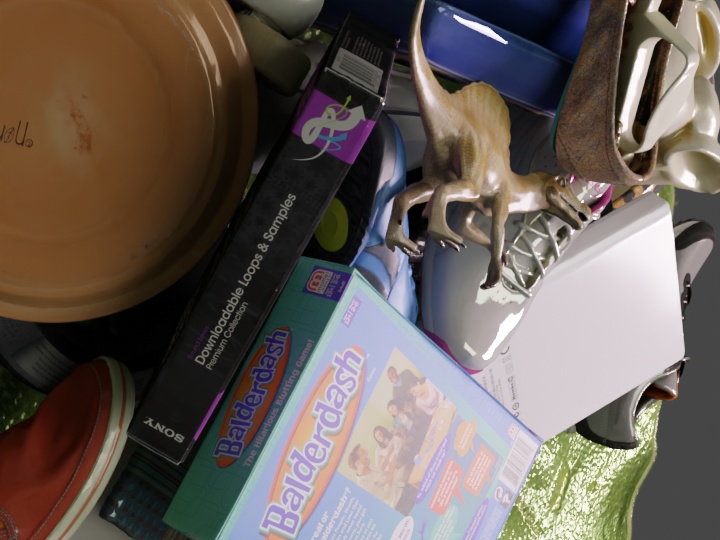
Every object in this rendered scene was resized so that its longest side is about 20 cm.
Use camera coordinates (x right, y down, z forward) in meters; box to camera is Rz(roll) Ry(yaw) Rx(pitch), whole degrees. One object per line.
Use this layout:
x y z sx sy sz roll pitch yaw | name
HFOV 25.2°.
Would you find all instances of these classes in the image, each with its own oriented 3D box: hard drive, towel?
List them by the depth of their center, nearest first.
-0.064 0.080 0.938 0.201 0.022 0.147 -59 144 -15 | towel
0.121 0.049 1.041 0.199 0.027 0.133 -28 128 -19 | hard drive

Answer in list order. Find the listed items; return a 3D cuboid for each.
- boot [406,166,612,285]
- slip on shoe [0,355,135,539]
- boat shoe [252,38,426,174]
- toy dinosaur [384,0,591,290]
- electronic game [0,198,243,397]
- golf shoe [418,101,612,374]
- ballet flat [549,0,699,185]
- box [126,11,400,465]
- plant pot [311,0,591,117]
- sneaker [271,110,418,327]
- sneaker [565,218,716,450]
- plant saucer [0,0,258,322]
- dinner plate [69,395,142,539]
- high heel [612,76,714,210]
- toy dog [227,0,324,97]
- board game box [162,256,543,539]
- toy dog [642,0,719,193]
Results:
0.061 0.016 1.052 0.157 0.079 0.213 3 114 -36 | boot
-0.189 0.118 0.801 0.200 0.074 0.061 -45 126 -1 | slip on shoe
-0.032 -0.096 0.899 0.199 0.072 0.066 0 69 -43 | boat shoe
0.049 -0.057 0.836 0.200 0.058 0.102 42 63 -46 | toy dinosaur
-0.135 -0.029 0.860 0.199 0.041 0.202 -7 99 -50 | electronic game
0.097 -0.032 0.932 0.075 0.091 0.201 37 62 -28 | golf shoe
0.155 -0.137 0.851 0.068 0.067 0.202 -14 123 -39 | ballet flat
-0.045 -0.020 0.782 0.036 0.143 0.201 27 108 -5 | box
0.057 -0.201 0.908 0.199 0.199 0.181 13 99 -48 | plant pot
0.000 0.000 0.895 0.078 0.066 0.202 -11 123 -39 | sneaker
0.222 0.050 1.224 0.201 0.079 0.074 -57 156 -16 | sneaker
-0.146 -0.073 0.759 0.198 0.032 0.203 -1 102 -6 | plant saucer
-0.127 0.153 0.936 0.199 0.024 0.202 -15 112 -43 | dinner plate
0.191 -0.097 1.162 0.142 0.071 0.202 -10 118 -51 | high heel
-0.090 -0.175 0.817 0.132 0.096 0.201 -40 101 -10 | toy dog
0.004 0.109 0.853 0.200 0.045 0.153 43 69 -42 | board game box
0.169 -0.169 1.076 0.194 0.138 0.202 36 54 -58 | toy dog
